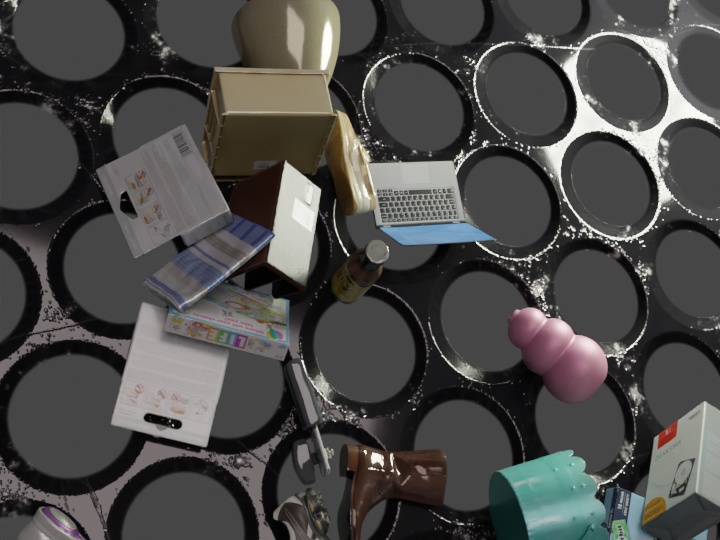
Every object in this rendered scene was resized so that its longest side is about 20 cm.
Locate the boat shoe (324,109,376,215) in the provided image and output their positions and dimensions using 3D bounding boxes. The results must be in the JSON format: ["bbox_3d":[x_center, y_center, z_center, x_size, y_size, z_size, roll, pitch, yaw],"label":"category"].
[{"bbox_3d":[-0.016,-0.196,1.648,0.068,0.073,0.204,-3,74,-32],"label":"boat shoe"}]

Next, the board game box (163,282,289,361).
[{"bbox_3d":[-0.214,0.072,1.463,0.196,0.035,0.135,16,27,-13],"label":"board game box"}]

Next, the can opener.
[{"bbox_3d":[-0.092,0.247,1.481,0.065,0.053,0.204,-10,76,-20],"label":"can opener"}]

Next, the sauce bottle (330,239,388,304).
[{"bbox_3d":[0.000,0.000,1.512,0.063,0.200,0.066,6,69,-15],"label":"sauce bottle"}]

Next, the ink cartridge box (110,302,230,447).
[{"bbox_3d":[-0.300,0.168,1.442,0.157,0.047,0.204,16,71,-14],"label":"ink cartridge box"}]

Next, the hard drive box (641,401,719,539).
[{"bbox_3d":[0.584,0.361,1.589,0.076,0.157,0.201,30,46,-3],"label":"hard drive box"}]

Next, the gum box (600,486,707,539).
[{"bbox_3d":[0.520,0.508,1.611,0.197,0.045,0.173,23,66,-11],"label":"gum box"}]

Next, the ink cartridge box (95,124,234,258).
[{"bbox_3d":[-0.327,-0.126,1.497,0.171,0.044,0.202,-28,64,-5],"label":"ink cartridge box"}]

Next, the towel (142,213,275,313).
[{"bbox_3d":[-0.245,-0.017,1.436,0.199,0.146,0.024,-40,124,-19],"label":"towel"}]

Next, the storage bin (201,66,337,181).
[{"bbox_3d":[-0.161,-0.243,1.539,0.196,0.199,0.095,-4,61,-20],"label":"storage bin"}]

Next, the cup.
[{"bbox_3d":[-0.123,-0.373,1.584,0.196,0.201,0.146,-2,68,-19],"label":"cup"}]

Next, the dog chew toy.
[{"bbox_3d":[0.350,0.147,1.633,0.199,0.125,0.125,41,65,6],"label":"dog chew toy"}]

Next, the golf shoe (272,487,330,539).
[{"bbox_3d":[-0.075,0.453,1.418,0.093,0.078,0.203,-21,78,-6],"label":"golf shoe"}]

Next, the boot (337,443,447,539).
[{"bbox_3d":[0.063,0.383,1.488,0.196,0.064,0.190,10,68,-20],"label":"boot"}]

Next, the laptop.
[{"bbox_3d":[0.125,-0.127,1.643,0.183,0.116,0.204,-4,74,-20],"label":"laptop"}]

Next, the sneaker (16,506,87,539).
[{"bbox_3d":[-0.419,0.441,1.307,0.200,0.075,0.100,45,83,-1],"label":"sneaker"}]

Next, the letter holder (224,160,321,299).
[{"bbox_3d":[-0.161,-0.060,1.535,0.100,0.140,0.203,35,50,-39],"label":"letter holder"}]

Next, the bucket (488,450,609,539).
[{"bbox_3d":[0.305,0.409,1.488,0.132,0.207,0.211,-10,76,-11],"label":"bucket"}]
